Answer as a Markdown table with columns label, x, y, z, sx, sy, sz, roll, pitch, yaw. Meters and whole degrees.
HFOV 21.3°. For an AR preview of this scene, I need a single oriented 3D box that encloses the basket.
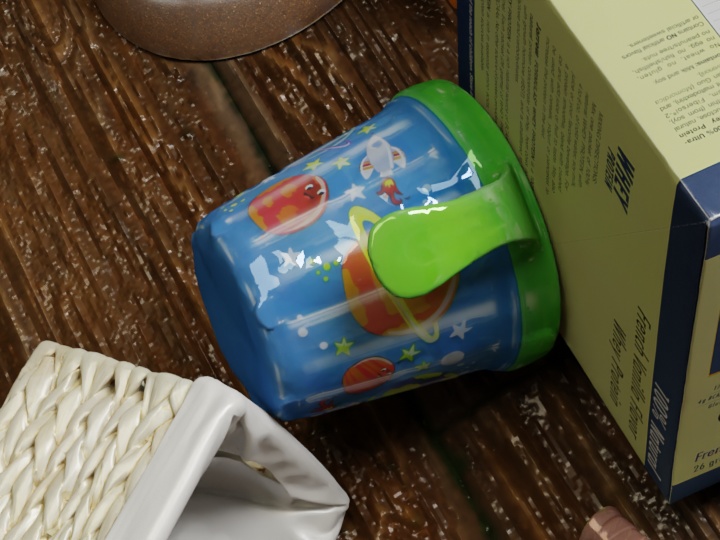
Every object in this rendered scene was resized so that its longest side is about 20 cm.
| label | x | y | z | sx | sy | sz | roll | pitch | yaw |
| --- | --- | --- | --- | --- | --- | --- | --- | --- | --- |
| basket | -0.116 | 0.146 | 0.850 | 0.123 | 0.136 | 0.201 | 17 | 71 | 31 |

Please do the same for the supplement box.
| label | x | y | z | sx | sy | sz | roll | pitch | yaw |
| --- | --- | --- | --- | --- | --- | --- | --- | --- | --- |
| supplement box | 0.142 | -0.054 | 0.792 | 0.134 | 0.201 | 0.200 | -22 | 55 | -11 |

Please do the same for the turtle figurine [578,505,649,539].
| label | x | y | z | sx | sy | sz | roll | pitch | yaw |
| --- | --- | --- | --- | --- | --- | --- | --- | --- | --- |
| turtle figurine | 0.132 | 0.177 | 0.770 | 0.161 | 0.064 | 0.200 | 33 | 80 | 33 |

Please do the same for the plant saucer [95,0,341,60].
| label | x | y | z | sx | sy | sz | roll | pitch | yaw |
| --- | --- | --- | --- | --- | --- | --- | --- | --- | --- |
| plant saucer | -0.073 | -0.213 | 1.083 | 0.199 | 0.035 | 0.201 | -10 | 59 | 18 |

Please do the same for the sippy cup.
| label | x | y | z | sx | sy | sz | roll | pitch | yaw |
| --- | --- | --- | --- | --- | --- | --- | --- | --- | --- |
| sippy cup | 0.000 | 0.000 | 0.850 | 0.130 | 0.178 | 0.140 | -22 | 55 | -16 |

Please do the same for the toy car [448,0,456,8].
| label | x | y | z | sx | sy | sz | roll | pitch | yaw |
| --- | --- | --- | --- | --- | --- | --- | --- | --- | --- |
| toy car | 0.033 | -0.237 | 0.999 | 0.183 | 0.177 | 0.202 | -3 | 96 | -8 |
